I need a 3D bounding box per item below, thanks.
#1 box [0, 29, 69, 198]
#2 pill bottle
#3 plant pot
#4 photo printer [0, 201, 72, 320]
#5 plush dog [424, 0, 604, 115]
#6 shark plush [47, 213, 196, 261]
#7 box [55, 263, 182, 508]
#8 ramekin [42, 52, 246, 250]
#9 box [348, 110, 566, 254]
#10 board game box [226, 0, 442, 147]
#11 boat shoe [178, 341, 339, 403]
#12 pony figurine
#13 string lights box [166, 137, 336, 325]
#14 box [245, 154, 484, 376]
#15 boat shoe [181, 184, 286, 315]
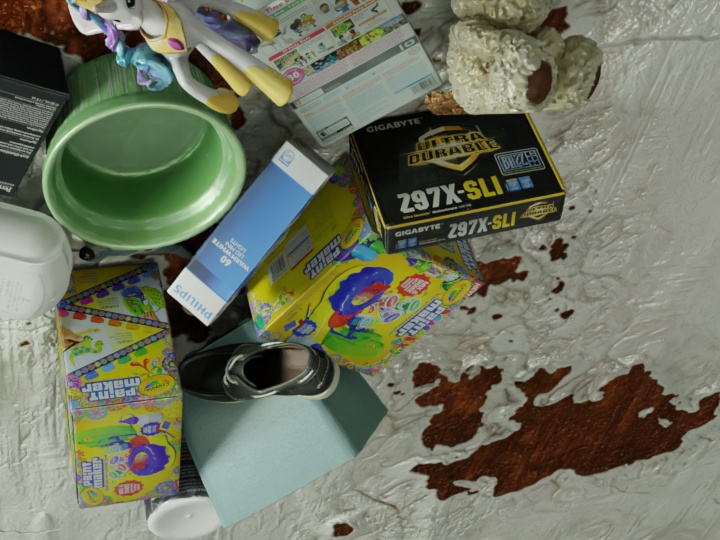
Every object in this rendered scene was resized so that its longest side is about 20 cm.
[{"bbox_3d":[-0.390,-0.160,1.136,0.199,0.079,0.141,14,128,-35],"label":"box"},{"bbox_3d":[-0.228,0.228,1.566,0.105,0.201,0.107,-9,142,-7],"label":"pill bottle"},{"bbox_3d":[-0.112,0.157,1.514,0.195,0.201,0.196,-30,-177,15],"label":"plant pot"},{"bbox_3d":[-0.393,-0.016,1.253,0.198,0.070,0.166,14,152,-14],"label":"photo printer"},{"bbox_3d":[0.135,-0.240,1.200,0.159,0.173,0.199,2,-171,32],"label":"plush dog"},{"bbox_3d":[-0.268,-0.046,1.364,0.083,0.092,0.199,-25,167,40],"label":"shark plush"},{"bbox_3d":[-0.281,0.133,1.426,0.121,0.194,0.201,-6,141,-15],"label":"box"},{"bbox_3d":[-0.219,-0.123,1.232,0.198,0.098,0.201,-11,141,-9],"label":"ramekin"},{"bbox_3d":[0.101,-0.107,1.332,0.198,0.161,0.050,-11,142,-8],"label":"box"},{"bbox_3d":[-0.026,-0.228,1.213,0.147,0.065,0.200,-27,142,9],"label":"board game box"},{"bbox_3d":[-0.125,0.110,1.392,0.198,0.072,0.068,-3,164,25],"label":"boat shoe"},{"bbox_3d":[-0.159,-0.227,1.045,0.199,0.194,0.166,29,120,-32],"label":"pony figurine"},{"bbox_3d":[-0.113,-0.044,1.300,0.059,0.103,0.200,39,99,-2],"label":"string lights box"},{"bbox_3d":[0.000,0.000,1.450,0.192,0.123,0.200,22,128,-40],"label":"box"},{"bbox_3d":[-0.137,-0.021,1.394,0.074,0.067,0.200,32,120,-12],"label":"boat shoe"}]
